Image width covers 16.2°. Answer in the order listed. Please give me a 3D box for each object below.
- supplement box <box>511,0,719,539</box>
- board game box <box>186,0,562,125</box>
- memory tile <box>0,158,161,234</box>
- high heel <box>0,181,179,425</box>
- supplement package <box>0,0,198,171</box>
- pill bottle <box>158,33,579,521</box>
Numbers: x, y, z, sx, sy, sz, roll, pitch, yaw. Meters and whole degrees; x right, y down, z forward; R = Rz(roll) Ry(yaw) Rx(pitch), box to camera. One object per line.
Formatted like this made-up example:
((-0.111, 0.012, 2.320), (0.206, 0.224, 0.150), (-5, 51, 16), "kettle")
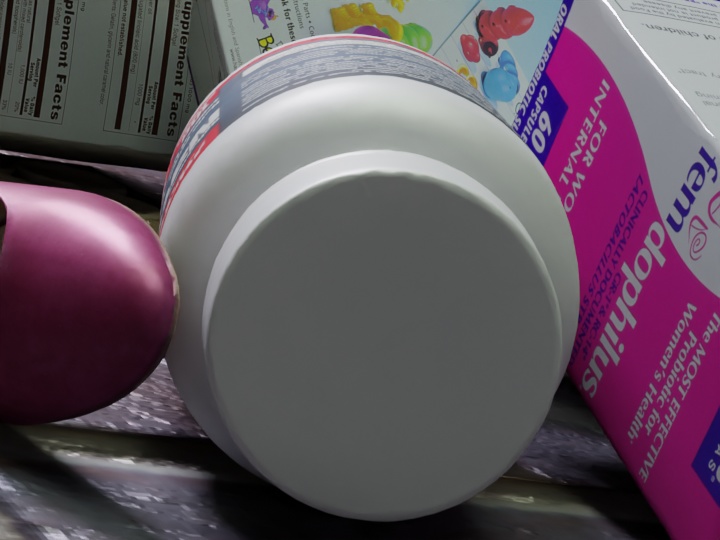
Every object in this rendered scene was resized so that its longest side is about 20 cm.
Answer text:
((0.125, 0.002, 0.779), (0.103, 0.102, 0.200), (8, 30, -27), "supplement box")
((0.043, -0.072, 0.955), (0.199, 0.105, 0.103), (-11, -16, -10), "board game box")
((-0.136, -0.022, 0.970), (0.153, 0.017, 0.200), (9, 10, -26), "memory tile")
((-0.135, -0.006, 0.691), (0.096, 0.068, 0.200), (19, -1, -41), "high heel")
((-0.143, -0.125, 1.066), (0.199, 0.148, 0.191), (7, 0, -37), "supplement package")
((0.000, 0.000, 0.721), (0.119, 0.120, 0.200), (13, 9, -6), "pill bottle")
